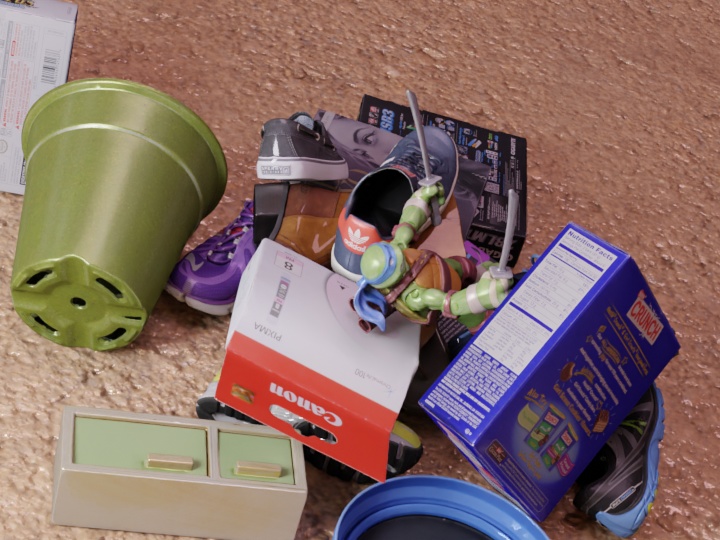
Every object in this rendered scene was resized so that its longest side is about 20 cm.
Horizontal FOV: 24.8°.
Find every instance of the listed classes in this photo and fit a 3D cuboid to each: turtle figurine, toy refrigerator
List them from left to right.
[{"bbox_3d":[-0.147,0.165,1.330,0.198,0.070,0.076,8,37,-13],"label":"toy refrigerator"},{"bbox_3d":[0.096,-0.014,1.399,0.143,0.202,0.194,19,-8,37],"label":"turtle figurine"}]

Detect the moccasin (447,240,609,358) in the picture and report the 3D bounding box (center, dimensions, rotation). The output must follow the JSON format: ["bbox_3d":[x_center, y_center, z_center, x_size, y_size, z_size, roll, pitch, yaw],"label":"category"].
[{"bbox_3d":[0.163,0.026,1.522,0.068,0.081,0.200,43,60,14],"label":"moccasin"}]

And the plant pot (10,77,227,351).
[{"bbox_3d":[-0.233,-0.035,1.481,0.198,0.201,0.191,13,49,-5],"label":"plant pot"}]

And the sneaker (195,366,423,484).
[{"bbox_3d":[-0.037,0.116,1.419,0.198,0.079,0.091,19,48,2],"label":"sneaker"}]

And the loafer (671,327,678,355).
[{"bbox_3d":[0.202,0.109,1.483,0.198,0.072,0.063,-18,78,-10],"label":"loafer"}]

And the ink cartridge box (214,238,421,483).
[{"bbox_3d":[-0.030,0.069,1.367,0.162,0.057,0.200,27,24,-11],"label":"ink cartridge box"}]

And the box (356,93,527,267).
[{"bbox_3d":[0.083,-0.101,1.786,0.196,0.050,0.201,13,37,-4],"label":"box"}]

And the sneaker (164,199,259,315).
[{"bbox_3d":[-0.118,-0.028,1.580,0.080,0.084,0.200,29,39,17],"label":"sneaker"}]

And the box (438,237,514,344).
[{"bbox_3d":[0.121,0.065,1.566,0.200,0.036,0.143,38,59,23],"label":"box"}]

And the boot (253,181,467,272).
[{"bbox_3d":[0.000,0.000,1.516,0.198,0.069,0.190,1,50,-6],"label":"boot"}]

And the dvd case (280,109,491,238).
[{"bbox_3d":[0.029,-0.098,1.710,0.198,0.016,0.149,18,38,5],"label":"dvd case"}]

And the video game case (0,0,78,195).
[{"bbox_3d":[-0.374,-0.177,1.571,0.179,0.201,0.046,10,33,-11],"label":"video game case"}]

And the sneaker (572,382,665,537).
[{"bbox_3d":[0.229,0.153,1.493,0.082,0.071,0.200,24,38,-8],"label":"sneaker"}]

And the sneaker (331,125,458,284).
[{"bbox_3d":[0.040,-0.077,1.487,0.074,0.085,0.201,22,51,10],"label":"sneaker"}]

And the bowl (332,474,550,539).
[{"bbox_3d":[0.071,0.252,1.331,0.199,0.040,0.201,11,37,-8],"label":"bowl"}]

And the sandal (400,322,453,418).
[{"bbox_3d":[0.046,0.045,1.522,0.081,0.055,0.202,-3,56,3],"label":"sandal"}]

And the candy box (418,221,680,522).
[{"bbox_3d":[0.162,0.086,1.361,0.200,0.169,0.077,-48,51,-7],"label":"candy box"}]

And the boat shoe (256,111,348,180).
[{"bbox_3d":[-0.057,-0.120,1.574,0.069,0.067,0.200,1,3,15],"label":"boat shoe"}]
